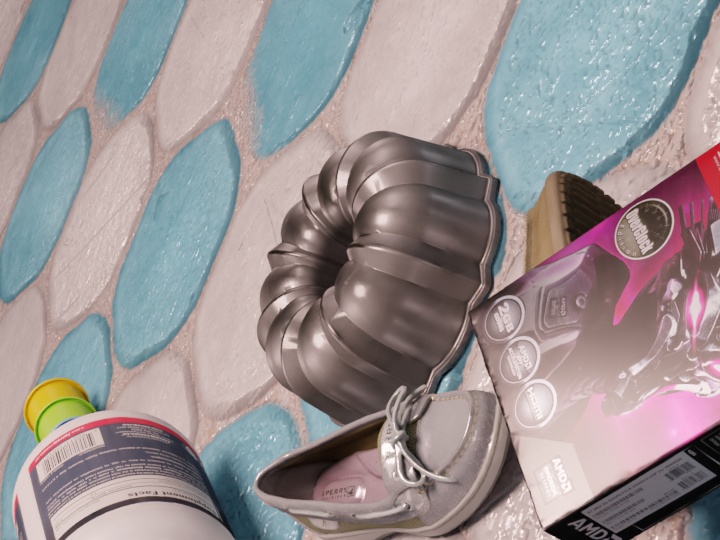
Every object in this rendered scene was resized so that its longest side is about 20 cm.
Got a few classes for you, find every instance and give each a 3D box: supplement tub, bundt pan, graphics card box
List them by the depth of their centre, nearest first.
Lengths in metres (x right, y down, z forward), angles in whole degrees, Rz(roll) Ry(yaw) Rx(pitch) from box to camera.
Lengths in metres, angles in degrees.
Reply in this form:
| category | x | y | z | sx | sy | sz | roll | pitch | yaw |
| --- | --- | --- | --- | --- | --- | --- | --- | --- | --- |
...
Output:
| category | x | y | z | sx | sy | sz | roll | pitch | yaw |
| --- | --- | --- | --- | --- | --- | --- | --- | --- | --- |
| graphics card box | 0.150 | 0.021 | 0.743 | 0.200 | 0.051 | 0.126 | -35 | 49 | 23 |
| bundt pan | 0.000 | 0.000 | 1.097 | 0.202 | 0.076 | 0.202 | -42 | 36 | 41 |
| supplement tub | -0.154 | 0.195 | 1.157 | 0.140 | 0.140 | 0.200 | -61 | 26 | 13 |

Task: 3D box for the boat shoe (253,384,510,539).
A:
| category | x | y | z | sx | sy | sz | roll | pitch | yaw |
| --- | --- | --- | --- | --- | --- | --- | --- | --- | --- |
| boat shoe | 0.013 | 0.112 | 0.991 | 0.202 | 0.065 | 0.075 | -27 | 47 | 53 |

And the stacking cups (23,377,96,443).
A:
| category | x | y | z | sx | sy | sz | roll | pitch | yaw |
| --- | --- | --- | --- | --- | --- | --- | --- | --- | --- |
| stacking cups | -0.230 | 0.156 | 1.442 | 0.061 | 0.060 | 0.200 | -63 | 31 | 9 |

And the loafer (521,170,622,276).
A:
| category | x | y | z | sx | sy | sz | roll | pitch | yaw |
| --- | --- | --- | --- | --- | --- | --- | --- | --- | --- |
| loafer | 0.108 | 0.034 | 0.861 | 0.067 | 0.076 | 0.200 | -39 | 37 | 34 |
